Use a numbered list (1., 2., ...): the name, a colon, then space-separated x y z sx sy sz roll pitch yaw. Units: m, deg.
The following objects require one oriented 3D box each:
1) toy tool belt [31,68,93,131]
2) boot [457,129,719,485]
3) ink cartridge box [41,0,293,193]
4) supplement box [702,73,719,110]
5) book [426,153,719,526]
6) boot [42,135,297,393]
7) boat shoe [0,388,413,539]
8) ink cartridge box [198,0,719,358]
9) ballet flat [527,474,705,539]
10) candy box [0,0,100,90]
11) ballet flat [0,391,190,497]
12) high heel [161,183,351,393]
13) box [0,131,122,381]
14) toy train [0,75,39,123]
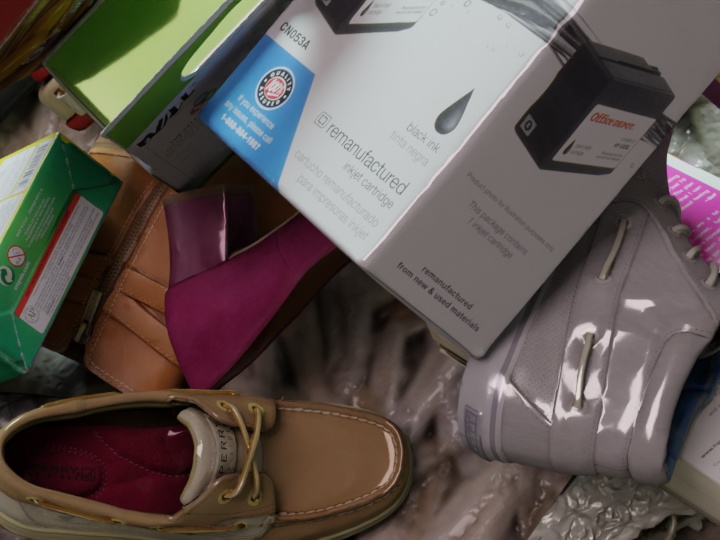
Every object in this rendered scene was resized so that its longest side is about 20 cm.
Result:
1. toy tool belt: -0.136 -0.186 1.220 0.200 0.123 0.125 -56 15 -10
2. boot: 0.118 0.002 0.966 0.095 0.074 0.201 12 59 22
3. ink cartridge box: -0.065 -0.119 1.026 0.076 0.200 0.148 44 91 8
4. supplement box: 0.213 -0.123 0.969 0.103 0.200 0.131 -30 56 -15
5. book: 0.136 0.018 1.012 0.133 0.048 0.200 -39 43 -18
6. boot: -0.065 -0.001 1.148 0.199 0.074 0.155 21 82 36
7. boat shoe: -0.072 0.090 1.064 0.199 0.066 0.074 -4 73 -8
8. ink cartridge box: 0.052 -0.090 0.941 0.200 0.084 0.145 -50 40 2
9. ballet flat: 0.075 0.148 1.002 0.072 0.072 0.200 37 80 34
10. candy box: -0.125 -0.147 1.048 0.056 0.200 0.117 44 118 -1
11. ballet flat: -0.156 0.095 1.143 0.199 0.067 0.057 -6 44 22
12. high heel: 0.000 0.000 1.058 0.199 0.067 0.097 -9 88 33
13. box: -0.207 0.012 1.171 0.200 0.048 0.118 -16 42 49
14. toy train: -0.257 -0.096 1.274 0.200 0.085 0.114 -44 61 3
